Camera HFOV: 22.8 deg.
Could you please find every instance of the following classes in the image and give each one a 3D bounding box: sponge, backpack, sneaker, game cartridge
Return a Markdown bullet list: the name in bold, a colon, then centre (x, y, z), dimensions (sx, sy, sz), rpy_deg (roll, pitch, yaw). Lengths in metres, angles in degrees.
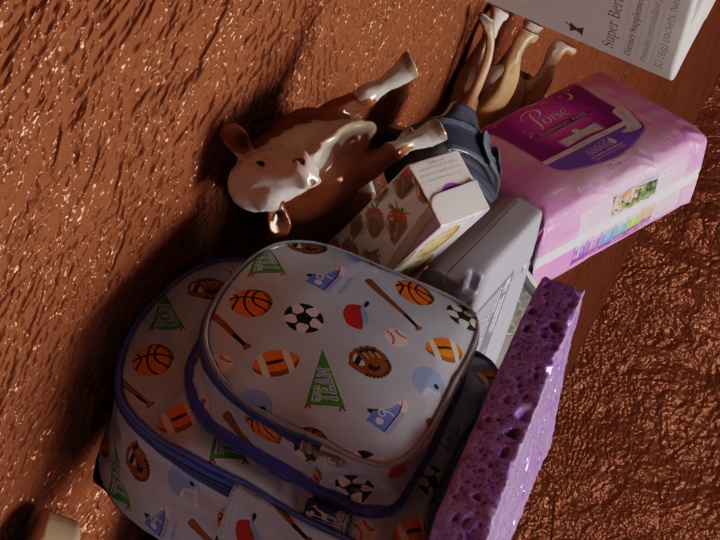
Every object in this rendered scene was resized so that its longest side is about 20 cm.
- **sponge**: centre (0.071, 0.101, 0.910), dimensions (0.200, 0.030, 0.112), rpy_deg (-58, 161, -52)
- **backpack**: centre (-0.036, 0.078, 0.921), dimensions (0.200, 0.190, 0.155), rpy_deg (-55, 159, -54)
- **sneaker**: centre (0.073, -0.024, 1.215), dimensions (0.077, 0.147, 0.203), rpy_deg (-21, 145, 2)
- **game cartridge**: centre (0.051, 0.056, 1.074), dimensions (0.133, 0.041, 0.201), rpy_deg (-36, 149, -53)

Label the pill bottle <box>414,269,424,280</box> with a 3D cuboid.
- **pill bottle**: centre (0.004, 0.055, 1.206), dimensions (0.113, 0.112, 0.200), rpy_deg (-62, 168, -12)

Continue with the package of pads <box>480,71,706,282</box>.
- **package of pads**: centre (0.149, -0.069, 1.320), dimensions (0.200, 0.120, 0.076), rpy_deg (-28, 141, -37)

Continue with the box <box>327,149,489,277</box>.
- **box**: centre (0.000, 0.000, 1.000), dimensions (0.041, 0.039, 0.200), rpy_deg (-18, 164, -39)

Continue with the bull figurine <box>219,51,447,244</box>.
- **bull figurine**: centre (-0.014, -0.056, 0.987), dimensions (0.121, 0.065, 0.200), rpy_deg (-27, 170, -5)

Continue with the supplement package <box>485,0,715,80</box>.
- **supplement package**: centre (0.092, -0.205, 0.863), dimensions (0.120, 0.199, 0.121), rpy_deg (-58, 166, -27)

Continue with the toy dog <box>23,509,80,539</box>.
- **toy dog**: centre (-0.156, 0.224, 0.902), dimensions (0.096, 0.131, 0.201), rpy_deg (-90, -172, -65)

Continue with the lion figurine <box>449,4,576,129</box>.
- **lion figurine**: centre (0.105, -0.135, 1.381), dimensions (0.123, 0.072, 0.200), rpy_deg (-59, 154, 12)
